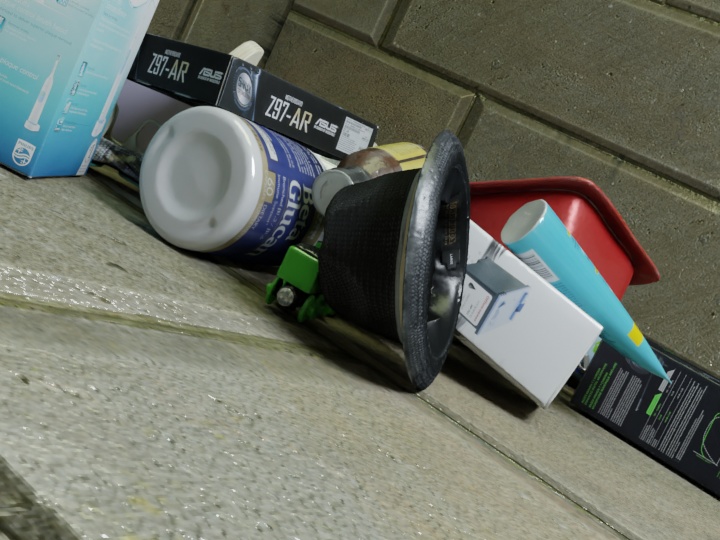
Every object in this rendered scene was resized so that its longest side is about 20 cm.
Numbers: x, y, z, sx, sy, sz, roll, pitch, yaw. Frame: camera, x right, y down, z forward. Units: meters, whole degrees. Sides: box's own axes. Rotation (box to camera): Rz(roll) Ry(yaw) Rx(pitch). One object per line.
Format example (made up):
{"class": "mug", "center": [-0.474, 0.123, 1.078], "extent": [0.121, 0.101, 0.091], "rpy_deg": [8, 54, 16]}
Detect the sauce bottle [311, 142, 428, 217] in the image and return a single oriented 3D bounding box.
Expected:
{"class": "sauce bottle", "center": [0.013, -0.077, 0.896], "extent": [0.064, 0.066, 0.199], "rpy_deg": [28, 17, 16]}

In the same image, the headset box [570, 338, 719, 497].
{"class": "headset box", "center": [0.332, 0.145, 1.045], "extent": [0.199, 0.094, 0.173], "rpy_deg": [31, 7, 35]}

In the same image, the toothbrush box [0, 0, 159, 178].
{"class": "toothbrush box", "center": [-0.236, -0.183, 0.812], "extent": [0.084, 0.203, 0.146], "rpy_deg": [26, 7, -1]}

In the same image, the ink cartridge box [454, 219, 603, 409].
{"class": "ink cartridge box", "center": [0.106, 0.023, 0.895], "extent": [0.199, 0.086, 0.146], "rpy_deg": [38, 0, 10]}

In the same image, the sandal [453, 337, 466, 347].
{"class": "sandal", "center": [0.075, 0.022, 1.075], "extent": [0.200, 0.058, 0.080], "rpy_deg": [36, 5, -15]}

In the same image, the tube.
{"class": "tube", "center": [0.203, 0.025, 0.912], "extent": [0.200, 0.050, 0.078], "rpy_deg": [47, 5, -21]}

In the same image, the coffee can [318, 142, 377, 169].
{"class": "coffee can", "center": [-0.094, -0.145, 1.347], "extent": [0.197, 0.148, 0.146], "rpy_deg": [25, 6, -22]}

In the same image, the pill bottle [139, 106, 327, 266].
{"class": "pill bottle", "center": [-0.088, -0.063, 0.869], "extent": [0.110, 0.113, 0.199], "rpy_deg": [29, 7, 24]}

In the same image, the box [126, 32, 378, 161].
{"class": "box", "center": [-0.102, -0.155, 0.935], "extent": [0.159, 0.044, 0.198], "rpy_deg": [23, 4, 41]}

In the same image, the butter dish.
{"class": "butter dish", "center": [0.173, 0.010, 1.029], "extent": [0.197, 0.150, 0.200], "rpy_deg": [0, -31, 40]}

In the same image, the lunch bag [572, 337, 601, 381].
{"class": "lunch bag", "center": [0.265, 0.082, 1.257], "extent": [0.160, 0.083, 0.200], "rpy_deg": [36, 4, -9]}

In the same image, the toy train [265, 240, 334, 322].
{"class": "toy train", "center": [-0.028, 0.005, 0.827], "extent": [0.041, 0.057, 0.200], "rpy_deg": [27, 7, 10]}

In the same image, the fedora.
{"class": "fedora", "center": [0.022, -0.010, 0.737], "extent": [0.090, 0.205, 0.200], "rpy_deg": [7, 1, 14]}

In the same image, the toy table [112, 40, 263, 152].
{"class": "toy table", "center": [-0.186, -0.171, 1.099], "extent": [0.201, 0.183, 0.117], "rpy_deg": [54, 27, 9]}

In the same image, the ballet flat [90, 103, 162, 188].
{"class": "ballet flat", "center": [-0.222, -0.116, 0.940], "extent": [0.198, 0.073, 0.072], "rpy_deg": [25, 6, -15]}
